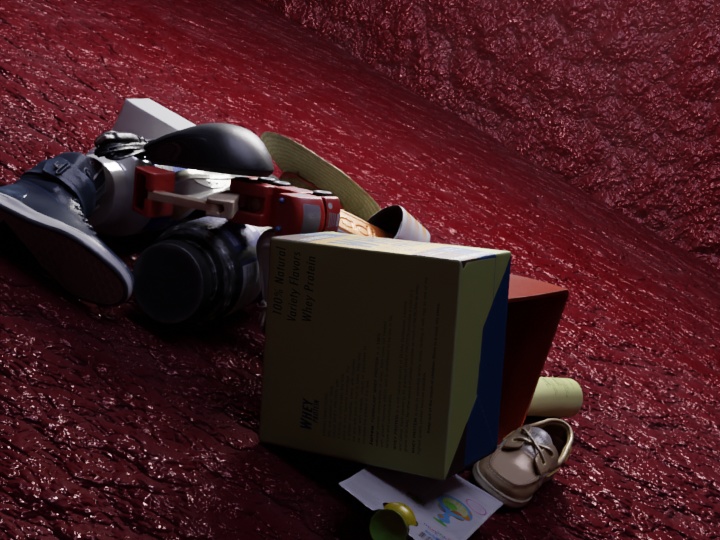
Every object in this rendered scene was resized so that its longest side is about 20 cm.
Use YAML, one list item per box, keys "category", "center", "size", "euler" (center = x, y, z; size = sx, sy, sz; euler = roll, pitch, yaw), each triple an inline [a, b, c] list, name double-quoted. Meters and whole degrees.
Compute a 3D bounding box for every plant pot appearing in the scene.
- category: "plant pot"
  center: [0.093, 0.086, 1.444]
  size: [0.175, 0.203, 0.199]
  euler: [25, 14, 26]

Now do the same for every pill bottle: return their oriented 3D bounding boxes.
- category: "pill bottle"
  center: [-0.169, -0.002, 1.422]
  size: [0.111, 0.113, 0.200]
  euler: [30, 17, 12]
- category: "pill bottle"
  center: [-0.274, -0.099, 1.555]
  size: [0.111, 0.113, 0.200]
  euler: [31, 18, 16]

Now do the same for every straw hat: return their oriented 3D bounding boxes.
- category: "straw hat"
  center: [-0.071, -0.085, 1.667]
  size: [0.200, 0.086, 0.201]
  euler: [33, -11, 7]

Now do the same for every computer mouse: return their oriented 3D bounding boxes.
- category: "computer mouse"
  center: [-0.182, -0.138, 1.419]
  size: [0.198, 0.054, 0.138]
  euler: [9, 6, 28]

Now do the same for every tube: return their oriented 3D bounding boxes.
- category: "tube"
  center: [0.198, 0.157, 1.625]
  size: [0.198, 0.053, 0.058]
  euler: [7, -16, -38]

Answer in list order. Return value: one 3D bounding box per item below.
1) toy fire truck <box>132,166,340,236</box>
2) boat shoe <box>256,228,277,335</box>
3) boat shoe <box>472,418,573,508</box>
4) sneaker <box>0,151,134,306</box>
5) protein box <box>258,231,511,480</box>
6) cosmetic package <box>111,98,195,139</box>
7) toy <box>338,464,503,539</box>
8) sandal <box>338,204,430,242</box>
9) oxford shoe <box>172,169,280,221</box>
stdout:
- category: "toy fire truck"
  center: [-0.134, -0.071, 1.371]
  size: [0.198, 0.050, 0.140]
  euler: [17, 14, 42]
- category: "boat shoe"
  center: [-0.074, 0.050, 1.380]
  size: [0.069, 0.071, 0.203]
  euler: [-12, 79, -47]
- category: "boat shoe"
  center: [0.183, 0.202, 1.417]
  size: [0.073, 0.070, 0.199]
  euler: [38, 19, 16]
- category: "sneaker"
  center: [-0.293, -0.051, 1.378]
  size: [0.201, 0.078, 0.146]
  euler: [31, 38, 15]
- category: "protein box"
  center: [0.024, 0.073, 1.238]
  size: [0.197, 0.202, 0.134]
  euler: [7, 7, 26]
- category: "cosmetic package"
  center: [-0.239, -0.135, 1.717]
  size: [0.199, 0.114, 0.081]
  euler: [32, 16, 11]
- category: "toy"
  center: [0.053, 0.223, 1.202]
  size: [0.114, 0.048, 0.200]
  euler: [33, 11, 16]
- category: "sandal"
  center: [0.028, -0.049, 1.527]
  size: [0.205, 0.059, 0.080]
  euler: [24, 25, -29]
- category: "oxford shoe"
  center: [-0.166, -0.086, 1.553]
  size: [0.199, 0.075, 0.058]
  euler: [-6, 73, -55]
